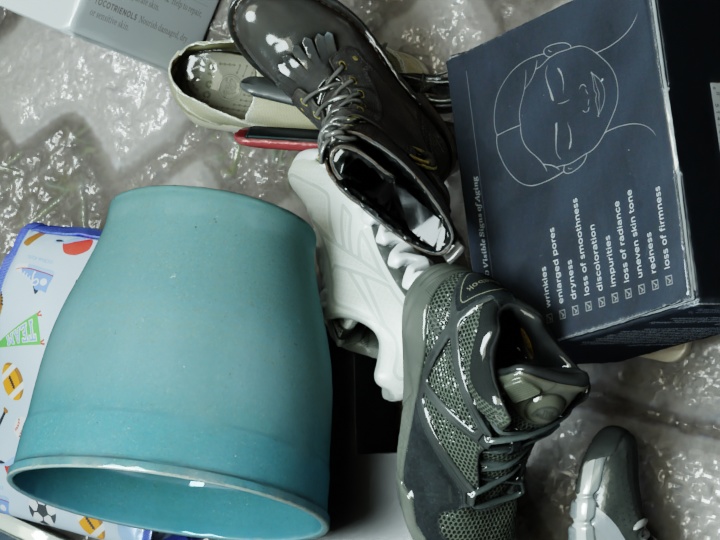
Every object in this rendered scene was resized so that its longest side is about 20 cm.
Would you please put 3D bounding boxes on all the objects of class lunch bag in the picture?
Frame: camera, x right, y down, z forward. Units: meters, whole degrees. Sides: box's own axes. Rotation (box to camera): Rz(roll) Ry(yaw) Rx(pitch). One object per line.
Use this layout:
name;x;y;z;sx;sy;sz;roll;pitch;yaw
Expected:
lunch bag;-0.170;0.075;1.618;0.169;0.124;0.201;9;98;26

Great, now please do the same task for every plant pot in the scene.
plant pot;-0.105;0.055;1.453;0.199;0.200;0.189;-1;71;26

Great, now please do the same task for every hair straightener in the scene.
hair straightener;0.017;-0.111;1.544;0.199;0.041;0.077;7;106;7

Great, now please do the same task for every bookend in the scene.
bookend;0.013;0.125;1.538;0.198;0.092;0.201;-6;77;21

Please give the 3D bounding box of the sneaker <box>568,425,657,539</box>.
sneaker;0.190;0.200;1.459;0.115;0.075;0.201;6;97;22

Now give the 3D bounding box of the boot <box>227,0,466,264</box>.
boot;-0.007;-0.096;1.444;0.200;0.174;0.069;40;105;-7

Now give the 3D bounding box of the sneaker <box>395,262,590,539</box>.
sneaker;0.078;0.103;1.383;0.114;0.076;0.201;20;114;55

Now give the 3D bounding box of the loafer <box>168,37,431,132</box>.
loafer;-0.048;-0.123;1.607;0.199;0.068;0.076;2;85;25

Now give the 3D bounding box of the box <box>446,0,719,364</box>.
box;0.164;-0.057;1.408;0.196;0.123;0.201;-19;74;52

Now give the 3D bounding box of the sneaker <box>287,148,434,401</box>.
sneaker;0.000;0.000;1.501;0.081;0.075;0.200;-36;56;-2

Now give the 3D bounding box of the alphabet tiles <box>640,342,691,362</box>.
alphabet tiles;0.186;-0.046;1.513;0.195;0.015;0.201;12;90;27

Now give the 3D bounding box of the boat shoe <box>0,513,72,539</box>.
boat shoe;-0.293;0.193;1.696;0.199;0.075;0.062;19;81;18

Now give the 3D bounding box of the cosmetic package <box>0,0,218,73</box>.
cosmetic package;-0.187;-0.266;1.640;0.167;0.166;0.201;23;93;27
